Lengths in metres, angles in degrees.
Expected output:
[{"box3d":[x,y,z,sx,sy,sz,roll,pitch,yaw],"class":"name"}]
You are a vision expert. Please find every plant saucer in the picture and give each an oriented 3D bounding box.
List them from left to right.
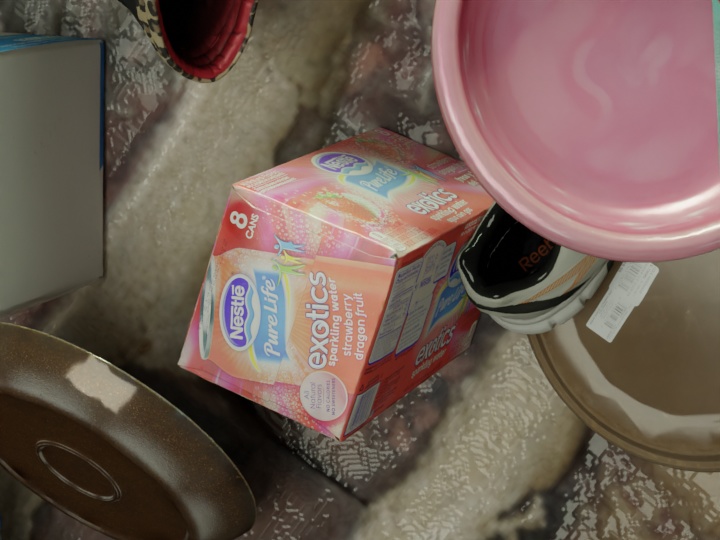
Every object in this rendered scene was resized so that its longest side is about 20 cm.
[{"box3d":[-0.152,0.102,1.202,0.199,0.032,0.201,25,152,14],"class":"plant saucer"},{"box3d":[0.131,-0.104,1.018,0.199,0.051,0.202,0,88,-3],"class":"plant saucer"},{"box3d":[0.174,0.012,1.122,0.199,0.029,0.202,5,104,22],"class":"plant saucer"}]

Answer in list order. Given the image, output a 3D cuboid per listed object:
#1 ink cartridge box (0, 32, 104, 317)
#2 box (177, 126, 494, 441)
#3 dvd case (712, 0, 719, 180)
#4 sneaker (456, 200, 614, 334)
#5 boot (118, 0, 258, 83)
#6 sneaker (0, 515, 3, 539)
[{"box3d":[-0.266,-0.062,1.220,0.199,0.145,0.148,6,102,20],"class":"ink cartridge box"},{"box3d":[0.000,0.000,1.095,0.094,0.200,0.103,24,110,15],"class":"box"},{"box3d":[0.235,-0.084,0.991,0.022,0.199,0.147,7,105,48],"class":"dvd case"},{"box3d":[0.125,-0.048,1.068,0.074,0.080,0.200,42,102,21],"class":"sneaker"},{"box3d":[-0.109,-0.207,1.105,0.151,0.073,0.201,51,147,46],"class":"boot"},{"box3d":[-0.238,0.188,1.303,0.077,0.076,0.201,20,126,5],"class":"sneaker"}]
